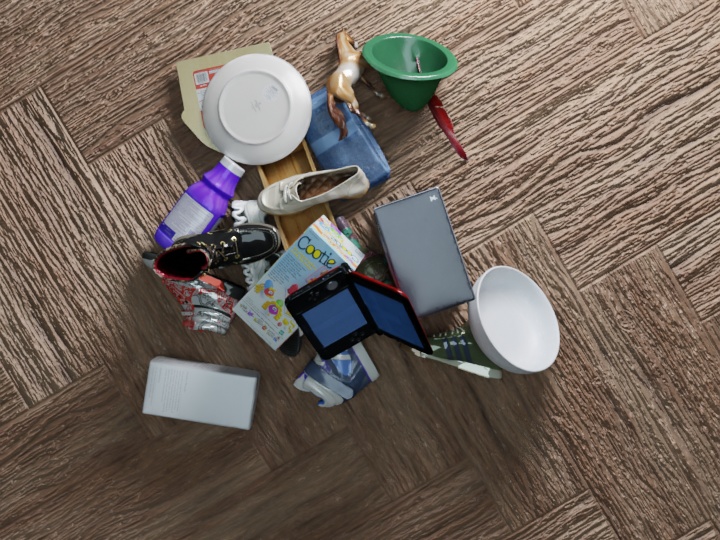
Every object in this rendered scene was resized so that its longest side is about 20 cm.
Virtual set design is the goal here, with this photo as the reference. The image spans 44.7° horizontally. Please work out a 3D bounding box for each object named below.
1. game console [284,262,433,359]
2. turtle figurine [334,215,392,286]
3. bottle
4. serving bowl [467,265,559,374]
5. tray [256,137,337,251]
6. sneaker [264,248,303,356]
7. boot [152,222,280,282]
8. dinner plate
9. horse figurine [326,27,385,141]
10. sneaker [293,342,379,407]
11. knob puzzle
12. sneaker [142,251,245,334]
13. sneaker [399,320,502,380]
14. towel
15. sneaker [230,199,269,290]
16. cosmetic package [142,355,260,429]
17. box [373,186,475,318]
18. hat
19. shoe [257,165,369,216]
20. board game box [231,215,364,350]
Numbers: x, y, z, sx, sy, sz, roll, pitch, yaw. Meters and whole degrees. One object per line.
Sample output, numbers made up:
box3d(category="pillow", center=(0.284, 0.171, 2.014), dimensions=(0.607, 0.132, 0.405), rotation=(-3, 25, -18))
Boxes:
box3d(category="game console", center=(-0.001, 0.092, 1.408), dimensions=(0.172, 0.200, 0.119), rotation=(-30, 52, -2))
box3d(category="turtle figurine", center=(0.000, 0.000, 1.562), dimensions=(0.150, 0.101, 0.200), rotation=(-30, 70, -37))
box3d(category="bottle", center=(-0.287, -0.115, 1.587), dimensions=(0.083, 0.065, 0.200), rotation=(38, 96, 7))
box3d(category="serving bowl", center=(0.261, 0.095, 1.559), dimensions=(0.200, 0.200, 0.066), rotation=(53, 136, -2))
box3d(category="tray", center=(-0.113, -0.131, 1.566), dimensions=(0.098, 0.037, 0.201), rotation=(-21, 67, 2))
box3d(category="sneaker", center=(-0.117, 0.056, 1.594), dimensions=(0.074, 0.088, 0.201), rotation=(10, 110, 37))
box3d(category="boot", center=(-0.244, -0.030, 1.481), dimensions=(0.199, 0.151, 0.073), rotation=(-4, 101, 8))
box3d(category="dinner plate", center=(-0.187, -0.290, 1.565), dimensions=(0.199, 0.024, 0.201), rotation=(0, 89, 3))
box3d(category="horse figurine", center=(-0.013, -0.329, 1.553), dimensions=(0.132, 0.050, 0.200), rotation=(36, 59, -22))
box3d(category="sneaker", center=(-0.072, 0.152, 1.595), dimensions=(0.146, 0.081, 0.200), rotation=(-31, 98, -2))
box3d(category="knob puzzle", center=(-0.228, -0.297, 1.596), dimensions=(0.219, 0.030, 0.221), rotation=(0, 89, 2))
box3d(category="sneaker", center=(-0.320, 0.046, 1.600), dimensions=(0.201, 0.067, 0.108), rotation=(23, 91, -3))
box3d(category="sneaker", center=(0.177, 0.130, 1.600), dimensions=(0.200, 0.067, 0.090), rotation=(18, 92, -6))
box3d(category="towel", center=(-0.034, -0.233, 1.591), dimensions=(0.111, 0.049, 0.200), rotation=(-29, 92, 3))
box3d(category="sneaker", center=(-0.183, -0.033, 1.595), dimensions=(0.081, 0.075, 0.201), rotation=(-10, 93, -8))
box3d(category="cosmetic package", center=(-0.290, 0.223, 1.607), dimensions=(0.199, 0.074, 0.102), rotation=(10, 93, -2))
box3d(category="box", center=(0.105, -0.033, 1.525), dimensions=(0.123, 0.198, 0.201), rotation=(-19, 92, 1))
box3d(category="hat", center=(0.086, -0.305, 1.580), dimensions=(0.165, 0.200, 0.176), rotation=(-19, 136, -27))
box3d(category="shoe", center=(-0.086, -0.144, 1.518), dimensions=(0.199, 0.053, 0.070), rotation=(-12, 69, 6))
box3d(category="board game box", center=(-0.102, 0.019, 1.473), dimensions=(0.105, 0.103, 0.200), rotation=(44, 108, -3))
